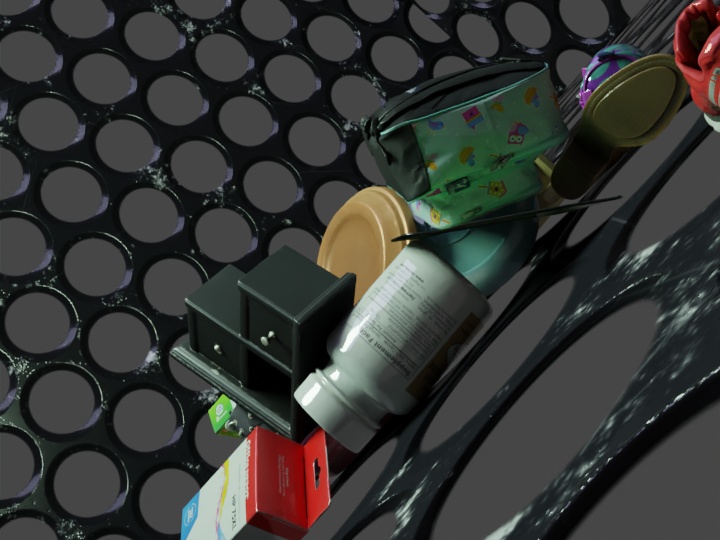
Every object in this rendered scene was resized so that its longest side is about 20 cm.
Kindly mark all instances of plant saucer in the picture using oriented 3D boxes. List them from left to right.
[{"bbox_3d":[-0.002,0.166,1.151,0.201,0.051,0.201,-48,0,0],"label":"plant saucer"},{"bbox_3d":[0.000,0.000,1.159,0.200,0.037,0.203,-21,65,56],"label":"plant saucer"},{"bbox_3d":[0.107,-0.053,1.138,0.200,0.200,0.027,-49,-39,-5],"label":"plant saucer"}]

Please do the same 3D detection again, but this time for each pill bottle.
[{"bbox_3d":[0.030,0.079,0.996,0.200,0.114,0.114,-49,0,-2],"label":"pill bottle"}]

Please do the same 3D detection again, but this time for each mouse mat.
[{"bbox_3d":[0.129,-0.046,0.923,0.198,0.008,0.161,-11,0,-2],"label":"mouse mat"}]

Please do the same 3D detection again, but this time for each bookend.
[{"bbox_3d":[-0.113,0.053,1.080,0.092,0.198,0.201,-40,-29,-37],"label":"bookend"}]

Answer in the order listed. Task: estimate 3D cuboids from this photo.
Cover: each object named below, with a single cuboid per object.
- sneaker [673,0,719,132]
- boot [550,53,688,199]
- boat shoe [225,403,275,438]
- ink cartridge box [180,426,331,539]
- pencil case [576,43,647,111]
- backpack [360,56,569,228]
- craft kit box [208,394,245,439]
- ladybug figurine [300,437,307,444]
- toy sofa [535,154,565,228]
[{"bbox_3d":[0.236,-0.137,0.626,0.077,0.085,0.200,-48,0,15],"label":"sneaker"},{"bbox_3d":[0.281,-0.172,1.016,0.155,0.076,0.201,-49,-10,-41],"label":"boot"},{"bbox_3d":[-0.130,0.174,1.166,0.062,0.202,0.073,-14,-29,-12],"label":"boat shoe"},{"bbox_3d":[-0.114,0.252,1.047,0.200,0.067,0.117,-49,28,27],"label":"ink cartridge box"},{"bbox_3d":[0.314,-0.231,1.211,0.091,0.086,0.200,-4,14,16],"label":"pencil case"},{"bbox_3d":[0.120,-0.138,1.045,0.199,0.154,0.176,-29,11,-2],"label":"backpack"},{"bbox_3d":[-0.065,0.154,1.303,0.199,0.049,0.198,20,-62,-42],"label":"craft kit box"},{"bbox_3d":[-0.107,0.258,1.259,0.201,0.072,0.136,-57,-17,6],"label":"ladybug figurine"},{"bbox_3d":[0.164,-0.051,1.201,0.200,0.083,0.098,-49,1,-4],"label":"toy sofa"}]
